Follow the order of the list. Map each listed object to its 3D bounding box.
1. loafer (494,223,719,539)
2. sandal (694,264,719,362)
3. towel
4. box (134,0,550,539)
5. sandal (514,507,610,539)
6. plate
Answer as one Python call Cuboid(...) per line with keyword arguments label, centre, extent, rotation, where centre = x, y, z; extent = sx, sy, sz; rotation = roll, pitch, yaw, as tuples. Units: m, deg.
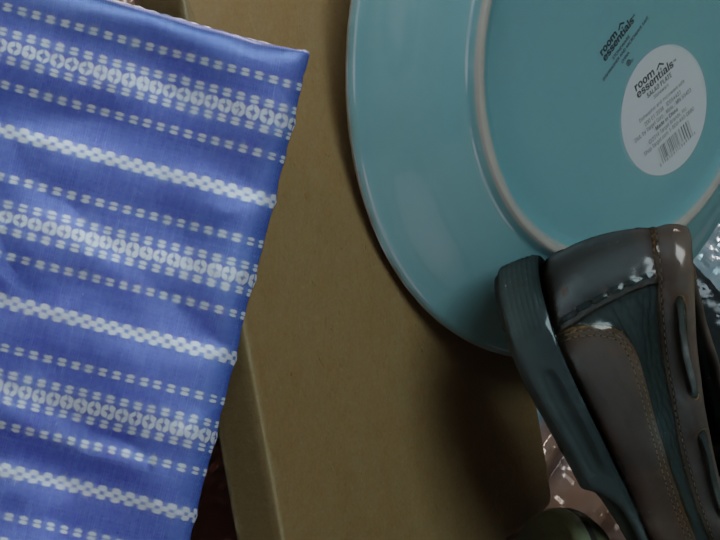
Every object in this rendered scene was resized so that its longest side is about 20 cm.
Cuboid(label="loafer", centre=(0.108, 0.066, 0.897), extent=(0.200, 0.063, 0.072), rotation=(56, 16, -37))
Cuboid(label="sandal", centre=(0.057, -0.035, 1.003), extent=(0.200, 0.048, 0.075), rotation=(39, 49, -4))
Cuboid(label="towel", centre=(-0.103, 0.021, 0.759), extent=(0.144, 0.024, 0.201), rotation=(15, 88, -13))
Cuboid(label="box", centre=(0.000, 0.000, 0.868), extent=(0.163, 0.021, 0.201), rotation=(-27, 111, -57))
Cuboid(label="sandal", centre=(0.023, 0.141, 0.852), extent=(0.057, 0.080, 0.201), rotation=(34, 50, -3))
Cuboid(label="plate", centre=(0.074, -0.070, 0.893), extent=(0.199, 0.025, 0.202), rotation=(-12, 107, -43))
